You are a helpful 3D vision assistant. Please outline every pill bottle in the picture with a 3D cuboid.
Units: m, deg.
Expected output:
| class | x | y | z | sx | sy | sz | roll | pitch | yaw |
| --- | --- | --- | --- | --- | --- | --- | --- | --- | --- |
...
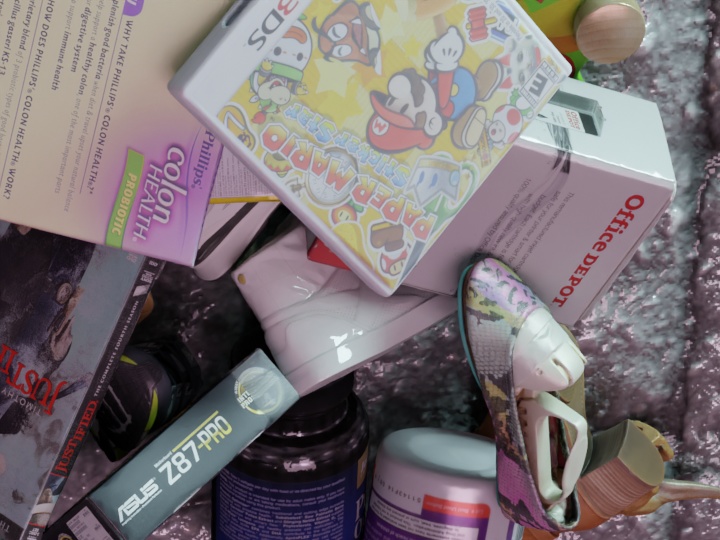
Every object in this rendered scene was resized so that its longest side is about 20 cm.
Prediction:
| class | x | y | z | sx | sy | sz | roll | pitch | yaw |
| --- | --- | --- | --- | --- | --- | --- | --- | --- | --- |
| pill bottle | 0.051 | 0.221 | 1.545 | 0.111 | 0.111 | 0.201 | 5 | 105 | -18 |
| pill bottle | -0.050 | 0.141 | 1.540 | 0.111 | 0.112 | 0.201 | -5 | 124 | -12 |

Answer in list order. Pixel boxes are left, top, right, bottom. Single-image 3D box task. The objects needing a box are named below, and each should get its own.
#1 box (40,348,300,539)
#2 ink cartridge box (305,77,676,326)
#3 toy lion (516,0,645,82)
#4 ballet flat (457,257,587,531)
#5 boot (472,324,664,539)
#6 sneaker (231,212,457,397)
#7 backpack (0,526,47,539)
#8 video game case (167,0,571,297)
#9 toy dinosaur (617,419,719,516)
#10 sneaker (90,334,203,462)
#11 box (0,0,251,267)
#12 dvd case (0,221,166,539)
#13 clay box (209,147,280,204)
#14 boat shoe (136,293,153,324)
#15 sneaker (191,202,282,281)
| class | x | y | z | sx | sy | sz | roll | pitch | yaw |
| --- | --- | --- | --- | --- | --- | --- | --- | --- | --- |
| box | -0.139 | 0.142 | 1.415 | 0.161 | 0.200 | 0.049 | -38 | 88 | -33 |
| ink cartridge box | 0.081 | -0.058 | 1.415 | 0.199 | 0.083 | 0.147 | 14 | 133 | -20 |
| toy lion | 0.074 | -0.144 | 1.426 | 0.200 | 0.069 | 0.192 | 31 | 118 | -29 |
| ballet flat | 0.114 | 0.084 | 1.424 | 0.069 | 0.071 | 0.201 | -36 | 126 | -41 |
| boot | 0.106 | 0.118 | 1.596 | 0.155 | 0.074 | 0.200 | -32 | 100 | 38 |
| sneaker | 0.000 | 0.000 | 1.475 | 0.074 | 0.116 | 0.200 | -36 | 172 | 41 |
| backpack | -0.299 | 0.213 | 1.515 | 0.163 | 0.154 | 0.200 | 4 | 134 | -26 |
| video game case | 0.011 | -0.111 | 1.265 | 0.182 | 0.023 | 0.200 | -51 | 126 | -7 |
| toy dinosaur | 0.221 | 0.167 | 1.676 | 0.199 | 0.061 | 0.106 | -6 | 143 | -1 |
| sneaker | -0.145 | 0.072 | 1.449 | 0.081 | 0.200 | 0.074 | -35 | 91 | -14 |
| box | -0.171 | -0.117 | 1.272 | 0.199 | 0.097 | 0.177 | 14 | 100 | -5 |
| dvd case | -0.216 | 0.056 | 1.387 | 0.022 | 0.146 | 0.201 | 19 | 96 | -53 |
| clay box | -0.148 | -0.096 | 1.355 | 0.199 | 0.048 | 0.115 | -2 | 97 | 3 |
| boat shoe | -0.219 | 0.033 | 1.455 | 0.200 | 0.070 | 0.071 | -29 | 151 | 27 |
| sneaker | -0.091 | -0.088 | 1.402 | 0.115 | 0.076 | 0.201 | 24 | 116 | -29 |
